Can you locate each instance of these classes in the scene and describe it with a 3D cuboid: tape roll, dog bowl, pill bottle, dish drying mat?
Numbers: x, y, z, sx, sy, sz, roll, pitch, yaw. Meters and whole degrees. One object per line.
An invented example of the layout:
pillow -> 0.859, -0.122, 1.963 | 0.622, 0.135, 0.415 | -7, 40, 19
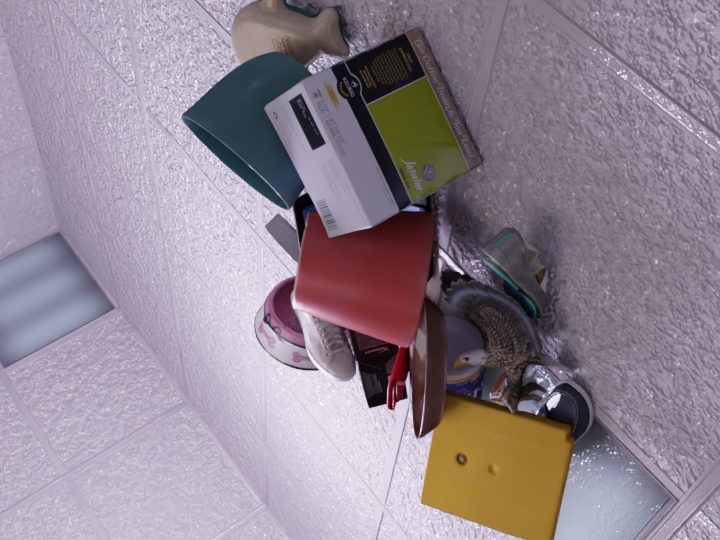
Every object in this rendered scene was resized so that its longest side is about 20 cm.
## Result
tape roll -> -0.093, -0.022, 1.706 | 0.203, 0.037, 0.203 | 45, -179, -1
dog bowl -> -0.097, 0.090, 1.771 | 0.200, 0.200, 0.074 | 46, 140, 27
pill bottle -> 0.137, 0.180, 1.499 | 0.120, 0.120, 0.200 | 42, 151, 34
dish drying mat -> 0.075, 0.127, 1.497 | 0.018, 0.200, 0.077 | 9, 131, 13

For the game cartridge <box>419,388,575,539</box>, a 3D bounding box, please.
game cartridge -> 0.193, 0.278, 1.331 | 0.199, 0.032, 0.177 | 14, 101, 22

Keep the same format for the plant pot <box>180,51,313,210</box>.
plant pot -> -0.128, -0.212, 1.336 | 0.200, 0.161, 0.201 | 39, 174, 5

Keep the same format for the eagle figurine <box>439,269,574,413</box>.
eagle figurine -> 0.187, 0.090, 1.284 | 0.151, 0.151, 0.201 | -11, 95, 43

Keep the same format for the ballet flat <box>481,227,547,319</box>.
ballet flat -> 0.213, 0.005, 1.213 | 0.067, 0.064, 0.200 | 42, 178, 33

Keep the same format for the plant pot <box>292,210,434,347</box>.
plant pot -> 0.000, 0.000, 1.337 | 0.200, 0.177, 0.201 | -171, 90, -87

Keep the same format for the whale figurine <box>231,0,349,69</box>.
whale figurine -> -0.097, -0.352, 1.406 | 0.200, 0.104, 0.159 | -1, 120, 35

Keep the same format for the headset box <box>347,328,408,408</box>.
headset box -> 0.018, 0.110, 1.612 | 0.149, 0.075, 0.200 | 78, 177, -50

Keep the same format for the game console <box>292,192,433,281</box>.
game console -> 0.009, -0.044, 1.426 | 0.175, 0.116, 0.200 | 16, 138, 21

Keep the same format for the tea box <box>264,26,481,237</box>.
tea box -> 0.017, -0.178, 1.229 | 0.134, 0.196, 0.200 | -10, 108, 64

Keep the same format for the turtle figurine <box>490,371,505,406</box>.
turtle figurine -> 0.225, 0.259, 1.443 | 0.064, 0.201, 0.161 | 6, 159, 8

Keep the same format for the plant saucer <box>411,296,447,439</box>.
plant saucer -> 0.096, 0.135, 1.309 | 0.200, 0.034, 0.201 | -178, 90, -89

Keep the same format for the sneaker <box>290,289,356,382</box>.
sneaker -> -0.066, 0.102, 1.656 | 0.200, 0.073, 0.085 | 59, 156, 17

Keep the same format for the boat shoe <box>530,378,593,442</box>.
boat shoe -> 0.277, 0.226, 1.350 | 0.075, 0.062, 0.200 | 48, 154, 23
